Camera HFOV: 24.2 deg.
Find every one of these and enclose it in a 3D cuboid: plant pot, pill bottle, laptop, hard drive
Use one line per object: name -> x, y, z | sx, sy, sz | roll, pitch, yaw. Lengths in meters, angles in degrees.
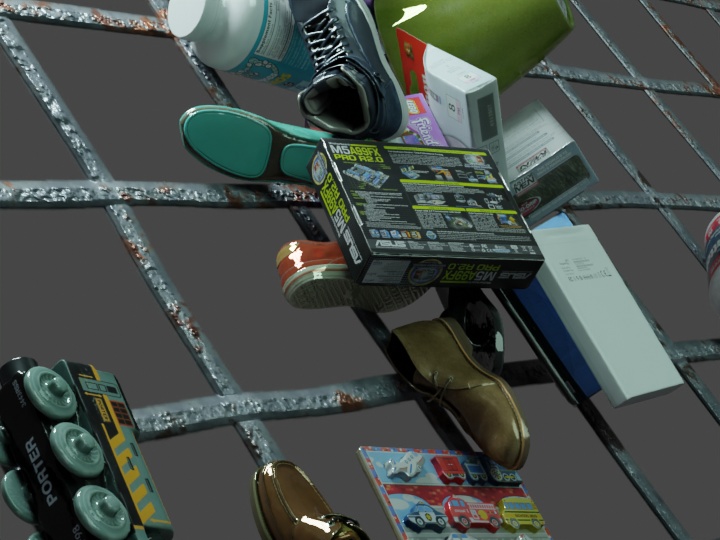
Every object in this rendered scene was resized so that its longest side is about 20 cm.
plant pot -> 0.146, -0.287, 1.991 | 0.188, 0.199, 0.188 | 55, 21, -33
pill bottle -> -0.109, -0.262, 1.821 | 0.199, 0.111, 0.111 | 12, 40, -40
laptop -> 0.216, 0.034, 1.757 | 0.188, 0.116, 0.200 | 56, 4, 9
hard drive -> 0.251, 0.045, 1.756 | 0.131, 0.027, 0.201 | -6, 62, -53
pill bottle -> 0.504, 0.009, 2.151 | 0.119, 0.120, 0.201 | 33, 30, -12

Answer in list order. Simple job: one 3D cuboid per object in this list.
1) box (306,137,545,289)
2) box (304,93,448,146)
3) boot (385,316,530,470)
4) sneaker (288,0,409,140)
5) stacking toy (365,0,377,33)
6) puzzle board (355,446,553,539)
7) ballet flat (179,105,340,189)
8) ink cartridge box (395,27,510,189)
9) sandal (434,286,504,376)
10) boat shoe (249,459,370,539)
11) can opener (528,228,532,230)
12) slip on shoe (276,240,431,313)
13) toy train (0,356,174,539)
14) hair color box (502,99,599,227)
box -> 0.064, -0.055, 1.643 | 0.198, 0.044, 0.161 | 1, 46, -29
box -> 0.033, -0.096, 1.767 | 0.136, 0.039, 0.201 | -12, 51, -14
boot -> 0.089, 0.119, 1.584 | 0.075, 0.074, 0.200 | 0, 34, -33
sneaker -> -0.031, -0.222, 1.709 | 0.203, 0.077, 0.146 | 59, 23, 5
stacking toy -> -0.019, -0.257, 1.959 | 0.085, 0.085, 0.201 | 27, 38, -21
puzzle board -> 0.099, 0.222, 1.510 | 0.199, 0.017, 0.151 | 8, 43, -43
ballet flat -> -0.093, -0.121, 1.696 | 0.198, 0.068, 0.070 | 13, 8, -17
ink cartridge box -> 0.087, -0.161, 1.848 | 0.057, 0.164, 0.200 | -27, 35, -25
sandal -> 0.097, 0.043, 1.702 | 0.048, 0.076, 0.201 | 3, 35, -20
boat shoe -> -0.021, 0.222, 1.319 | 0.072, 0.068, 0.201 | 4, 45, -44
can opener -> 0.129, -0.021, 1.840 | 0.199, 0.078, 0.064 | 6, 83, -40
slip on shoe -> 0.000, 0.000, 1.637 | 0.199, 0.074, 0.061 | 2, 51, -41
toy train -> -0.197, 0.149, 1.208 | 0.114, 0.085, 0.201 | 16, 37, -51
hair color box -> 0.197, -0.126, 1.932 | 0.061, 0.099, 0.200 | 55, 6, -19
